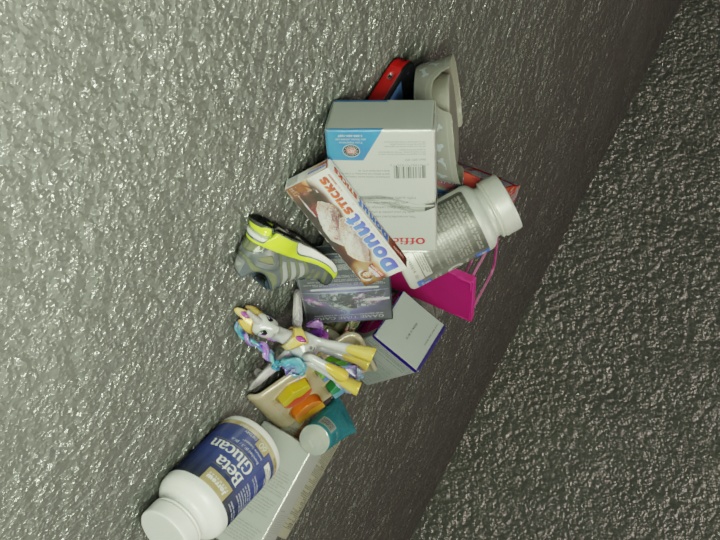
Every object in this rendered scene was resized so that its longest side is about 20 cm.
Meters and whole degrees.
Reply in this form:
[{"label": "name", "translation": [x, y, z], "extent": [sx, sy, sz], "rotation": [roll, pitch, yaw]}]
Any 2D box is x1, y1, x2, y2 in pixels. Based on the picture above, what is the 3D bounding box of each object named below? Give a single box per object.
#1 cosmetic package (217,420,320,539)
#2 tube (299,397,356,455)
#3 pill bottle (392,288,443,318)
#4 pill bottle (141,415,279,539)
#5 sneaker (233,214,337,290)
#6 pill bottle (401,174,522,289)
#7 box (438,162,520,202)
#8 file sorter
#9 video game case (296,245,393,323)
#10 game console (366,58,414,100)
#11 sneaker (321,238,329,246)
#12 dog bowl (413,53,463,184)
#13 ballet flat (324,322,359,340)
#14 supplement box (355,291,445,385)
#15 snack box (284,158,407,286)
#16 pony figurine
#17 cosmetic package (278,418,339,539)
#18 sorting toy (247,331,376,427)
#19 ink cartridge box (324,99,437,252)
[{"label": "cosmetic package", "translation": [-0.159, 0.363, 1.526], "extent": [0.201, 0.101, 0.071], "rotation": [-60, 161, -9]}, {"label": "tube", "translation": [-0.048, 0.261, 1.560], "extent": [0.050, 0.078, 0.200], "rotation": [-22, 178, 15]}, {"label": "pill bottle", "translation": [0.097, 0.074, 1.817], "extent": [0.200, 0.110, 0.111], "rotation": [-40, 150, -49]}, {"label": "pill bottle", "translation": [-0.211, 0.305, 1.301], "extent": [0.200, 0.111, 0.111], "rotation": [-44, 152, -46]}, {"label": "sneaker", "translation": [-0.104, -0.011, 1.247], "extent": [0.081, 0.074, 0.200], "rotation": [-55, 145, 5]}, {"label": "pill bottle", "translation": [0.144, -0.063, 1.451], "extent": [0.199, 0.114, 0.114], "rotation": [-27, 159, 4]}, {"label": "box", "translation": [0.156, -0.133, 1.575], "extent": [0.100, 0.199, 0.096], "rotation": [-17, 127, -65]}, {"label": "file sorter", "translation": [0.136, -0.027, 1.662], "extent": [0.126, 0.199, 0.139], "rotation": [-58, 160, -26]}, {"label": "video game case", "translation": [-0.024, 0.023, 1.413], "extent": [0.200, 0.142, 0.019], "rotation": [83, 4, -58]}, {"label": "game console", "translation": [0.032, -0.209, 1.417], "extent": [0.200, 0.031, 0.177], "rotation": [-59, 160, -14]}, {"label": "sneaker", "translation": [0.000, 0.000, 1.481], "extent": [0.200, 0.076, 0.081], "rotation": [48, 44, -54]}, {"label": "dog bowl", "translation": [0.122, -0.231, 1.432], "extent": [0.200, 0.058, 0.201], "rotation": [-4, 90, -78]}, {"label": "ballet flat", "translation": [-0.038, 0.087, 1.574], "extent": [0.064, 0.075, 0.201], "rotation": [29, 82, -40]}, {"label": "supplement box", "translation": [0.043, 0.122, 1.616], "extent": [0.101, 0.103, 0.200], "rotation": [-55, -169, -26]}, {"label": "snack box", "translation": [-0.017, -0.062, 1.265], "extent": [0.200, 0.072, 0.024], "rotation": [50, 27, -32]}, {"label": "pony figurine", "translation": [-0.084, 0.108, 1.325], "extent": [0.193, 0.199, 0.167], "rotation": [102, 11, -77]}, {"label": "cosmetic package", "translation": [-0.126, 0.357, 1.623], "extent": [0.200, 0.087, 0.103], "rotation": [-60, 162, -16]}, {"label": "sorting toy", "translation": [-0.070, 0.185, 1.494], "extent": [0.199, 0.037, 0.185], "rotation": [-31, 155, -4]}, {"label": "ink cartridge box", "translation": [0.034, -0.129, 1.279], "extent": [0.084, 0.144, 0.201], "rotation": [-82, 170, -50]}]
